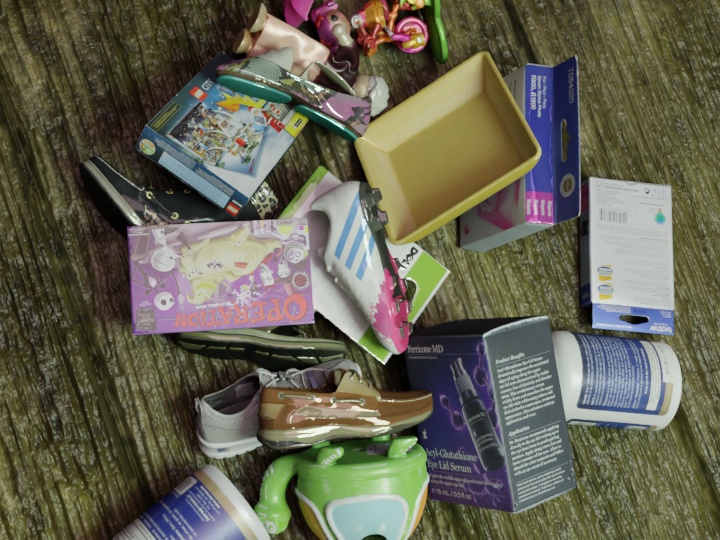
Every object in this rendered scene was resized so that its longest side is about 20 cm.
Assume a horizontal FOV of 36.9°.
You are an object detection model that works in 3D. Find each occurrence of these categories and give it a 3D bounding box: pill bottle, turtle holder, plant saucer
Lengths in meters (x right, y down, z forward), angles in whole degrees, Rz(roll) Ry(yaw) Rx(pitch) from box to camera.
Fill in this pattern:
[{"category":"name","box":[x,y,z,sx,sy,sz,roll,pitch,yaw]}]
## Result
[{"category":"pill bottle","box":[0.274,0.131,1.304,0.199,0.111,0.111,7,76,-13]},{"category":"turtle holder","box":[-0.014,0.248,1.189,0.185,0.141,0.132,-7,94,-30]},{"category":"pill bottle","box":[-0.204,0.309,1.139,0.200,0.116,0.116,-38,89,-18]},{"category":"plant saucer","box":[0.105,-0.137,1.279,0.200,0.048,0.200,-32,48,15]}]

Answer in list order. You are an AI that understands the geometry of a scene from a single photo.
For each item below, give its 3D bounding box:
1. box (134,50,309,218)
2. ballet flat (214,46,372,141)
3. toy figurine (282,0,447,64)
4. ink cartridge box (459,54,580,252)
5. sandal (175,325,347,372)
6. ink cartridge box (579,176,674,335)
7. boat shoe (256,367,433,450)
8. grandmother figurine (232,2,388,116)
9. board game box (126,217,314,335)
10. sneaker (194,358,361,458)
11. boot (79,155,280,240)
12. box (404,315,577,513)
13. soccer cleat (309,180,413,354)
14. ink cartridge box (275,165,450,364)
[{"category":"box","box":[-0.152,-0.161,1.243,0.136,0.038,0.200,35,40,-4]},{"category":"ballet flat","box":[-0.074,-0.218,1.267,0.199,0.069,0.071,21,84,-24]},{"category":"toy figurine","box":[-0.004,-0.329,1.345,0.183,0.150,0.201,-18,107,-4]},{"category":"ink cartridge box","box":[0.185,-0.138,1.293,0.043,0.200,0.197,8,75,-25]},{"category":"sandal","box":[-0.110,0.074,1.238,0.200,0.080,0.058,11,62,-12]},{"category":"ink cartridge box","box":[0.343,-0.016,1.392,0.119,0.042,0.201,5,74,-14]},{"category":"boat shoe","box":[-0.016,0.144,1.169,0.199,0.076,0.074,-6,90,-23]},{"category":"grandmother figurine","box":[-0.049,-0.250,1.316,0.200,0.121,0.061,27,44,-22]},{"category":"board game box","box":[-0.154,0.006,1.190,0.199,0.032,0.121,-4,89,-11]},{"category":"sneaker","box":[-0.091,0.143,1.204,0.199,0.082,0.075,-22,42,-14]},{"category":"boot","box":[-0.207,-0.087,1.251,0.204,0.073,0.154,44,67,-2]},{"category":"box","box":[0.143,0.157,1.217,0.104,0.148,0.201,-13,92,-36]},{"category":"soccer cleat","box":[0.000,0.000,1.214,0.086,0.070,0.201,-13,95,18]},{"category":"ink cartridge box","box":[-0.020,0.000,1.276,0.200,0.076,0.148,39,71,-6]}]
